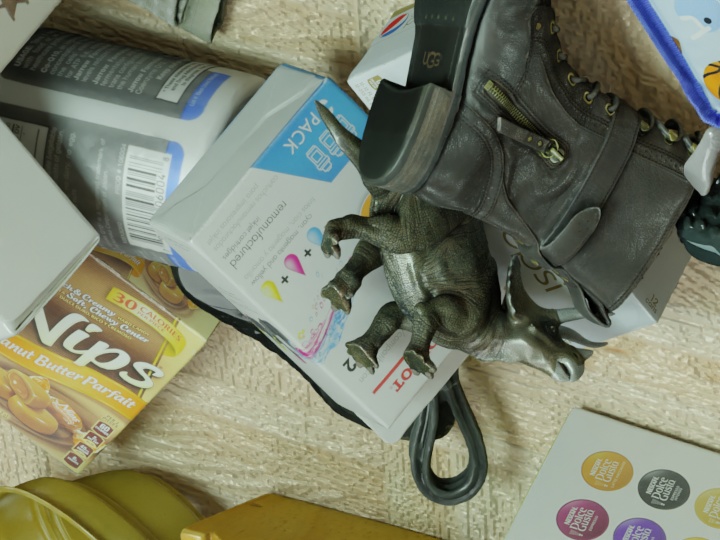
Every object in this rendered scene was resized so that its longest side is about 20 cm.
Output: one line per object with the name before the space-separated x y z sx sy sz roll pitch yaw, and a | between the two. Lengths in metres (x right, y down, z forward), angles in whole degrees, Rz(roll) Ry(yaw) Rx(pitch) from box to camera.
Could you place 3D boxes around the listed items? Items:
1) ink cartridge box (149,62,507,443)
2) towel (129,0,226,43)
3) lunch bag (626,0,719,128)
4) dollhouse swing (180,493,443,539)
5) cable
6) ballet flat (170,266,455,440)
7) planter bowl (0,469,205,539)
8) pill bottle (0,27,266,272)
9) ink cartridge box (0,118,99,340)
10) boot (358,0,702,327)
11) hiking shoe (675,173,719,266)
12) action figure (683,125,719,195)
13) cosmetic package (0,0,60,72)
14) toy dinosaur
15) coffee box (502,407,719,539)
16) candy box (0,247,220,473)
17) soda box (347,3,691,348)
ink cartridge box | 0.000 0.000 1.521 0.200 0.115 0.068 44 171 -26
towel | -0.146 -0.222 1.502 0.199 0.035 0.193 26 139 7
lunch bag | 0.162 -0.192 1.228 0.124 0.170 0.200 -16 122 36
dollhouse swing | -0.003 0.252 1.771 0.199 0.182 0.177 14 101 21
cable | 0.039 0.043 1.639 0.097 0.050 0.200 -25 125 6
ballet flat | -0.023 0.032 1.678 0.200 0.057 0.067 36 111 -11
planter bowl | -0.145 0.191 1.859 0.200 0.083 0.201 36 153 21
pill bottle | -0.152 -0.073 1.594 0.199 0.114 0.114 14 137 21
ink cartridge box | -0.255 -0.026 1.560 0.146 0.084 0.200 50 146 -15
boot | 0.103 -0.089 1.423 0.174 0.201 0.069 23 -175 -27
hiking shoe | 0.254 0.002 1.435 0.199 0.074 0.087 9 134 25
action figure | 0.269 -0.073 1.262 0.200 0.193 0.105 28 152 48
cosmetic package | -0.248 -0.188 1.432 0.166 0.200 0.168 -3 130 39
toy dinosaur | 0.031 -0.010 1.466 0.200 0.102 0.077 54 150 -11
coffee box | 0.169 0.238 1.630 0.197 0.200 0.200 18 139 17
candy box | -0.170 0.036 1.759 0.115 0.055 0.200 37 141 -7
soda box | 0.086 -0.055 1.496 0.068 0.064 0.200 -20 118 43
